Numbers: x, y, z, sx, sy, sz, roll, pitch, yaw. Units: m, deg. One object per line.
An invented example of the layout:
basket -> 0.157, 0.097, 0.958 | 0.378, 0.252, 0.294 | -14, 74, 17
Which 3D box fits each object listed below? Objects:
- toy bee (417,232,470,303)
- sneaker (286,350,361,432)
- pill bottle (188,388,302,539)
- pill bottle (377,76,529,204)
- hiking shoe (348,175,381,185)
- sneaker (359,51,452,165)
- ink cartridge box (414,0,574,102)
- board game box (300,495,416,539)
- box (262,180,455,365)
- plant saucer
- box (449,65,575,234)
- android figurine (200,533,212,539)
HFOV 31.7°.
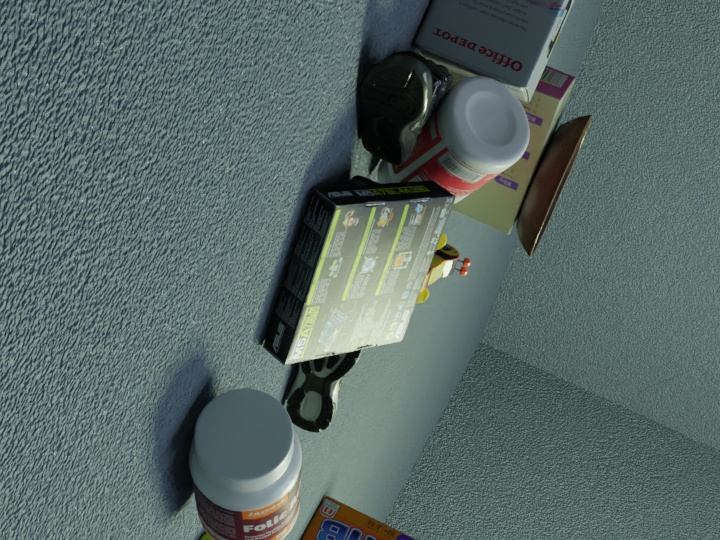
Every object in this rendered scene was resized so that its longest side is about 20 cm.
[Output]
toy bee -> 0.115, -0.019, 1.986 | 0.131, 0.108, 0.200 | 97, 20, -53
sneaker -> -0.044, 0.107, 1.615 | 0.089, 0.077, 0.201 | -74, -174, -57
pill bottle -> -0.116, 0.205, 1.294 | 0.114, 0.114, 0.200 | -60, 168, -28
pill bottle -> 0.102, -0.139, 1.495 | 0.200, 0.112, 0.113 | -33, -157, 57
hiking shoe -> -0.009, -0.024, 1.487 | 0.087, 0.074, 0.200 | -52, 154, -28
sneaker -> 0.051, -0.202, 1.355 | 0.200, 0.076, 0.115 | 93, 21, -71
ink cartridge box -> 0.170, -0.319, 1.484 | 0.201, 0.145, 0.083 | -66, 169, 0
board game box -> -0.028, 0.581, 2.337 | 0.200, 0.199, 0.200 | -58, 166, -36
box -> 0.000, 0.000, 1.401 | 0.193, 0.047, 0.201 | -7, 125, -43
plant saucer -> 0.247, -0.115, 1.653 | 0.201, 0.037, 0.201 | 90, 26, -69
box -> 0.155, -0.180, 1.631 | 0.097, 0.175, 0.201 | -51, 161, -57
android figurine -> -0.179, 0.369, 1.559 | 0.183, 0.041, 0.200 | -68, 168, 10
